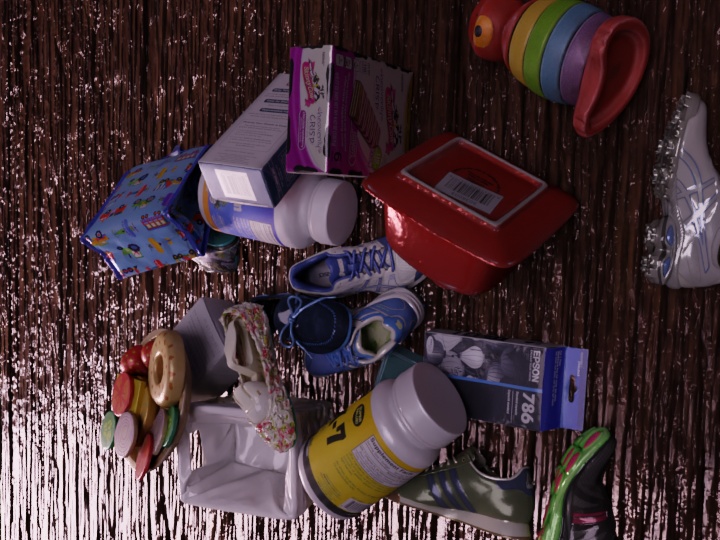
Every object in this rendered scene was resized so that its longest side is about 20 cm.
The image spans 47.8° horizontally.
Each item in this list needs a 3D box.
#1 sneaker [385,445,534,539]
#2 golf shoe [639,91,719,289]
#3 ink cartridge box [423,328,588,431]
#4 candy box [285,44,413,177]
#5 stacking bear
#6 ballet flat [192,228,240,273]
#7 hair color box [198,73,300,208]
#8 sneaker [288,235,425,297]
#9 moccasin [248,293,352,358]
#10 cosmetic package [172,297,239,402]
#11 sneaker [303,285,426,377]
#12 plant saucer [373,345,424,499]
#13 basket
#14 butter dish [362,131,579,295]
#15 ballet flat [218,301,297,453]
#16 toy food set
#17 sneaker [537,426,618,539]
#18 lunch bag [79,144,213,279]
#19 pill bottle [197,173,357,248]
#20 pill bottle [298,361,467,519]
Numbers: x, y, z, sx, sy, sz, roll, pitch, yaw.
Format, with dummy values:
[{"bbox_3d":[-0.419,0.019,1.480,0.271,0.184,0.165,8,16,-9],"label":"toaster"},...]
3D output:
[{"bbox_3d":[0.123,0.258,0.998,0.197,0.067,0.092,8,83,33],"label":"sneaker"},{"bbox_3d":[0.354,-0.081,0.849,0.095,0.078,0.204,6,102,11],"label":"golf shoe"},{"bbox_3d":[0.169,0.131,0.973,0.196,0.039,0.102,4,94,28],"label":"ink cartridge box"},{"bbox_3d":[-0.008,-0.180,0.960,0.060,0.199,0.140,6,97,28],"label":"candy box"},{"bbox_3d":[0.202,-0.247,0.893,0.199,0.113,0.123,34,133,34],"label":"stacking bear"},{"bbox_3d":[-0.247,-0.039,1.180,0.198,0.071,0.073,22,104,35],"label":"ballet flat"},{"bbox_3d":[-0.104,-0.168,1.022,0.098,0.201,0.061,10,138,28],"label":"hair color box"},{"bbox_3d":[0.000,0.000,1.032,0.197,0.088,0.077,-17,83,27],"label":"sneaker"},{"bbox_3d":[-0.086,0.069,1.050,0.198,0.067,0.082,-2,75,55],"label":"moccasin"},{"bbox_3d":[-0.244,0.142,1.175,0.200,0.073,0.102,-46,57,21],"label":"cosmetic package"},{"bbox_3d":[-0.008,0.086,1.036,0.199,0.077,0.076,-35,96,35],"label":"sneaker"},{"bbox_3d":[0.032,0.198,1.065,0.069,0.019,0.204,24,103,26],"label":"plant saucer"},{"bbox_3d":[-0.138,0.244,1.103,0.197,0.123,0.139,-1,92,30],"label":"basket"},{"bbox_3d":[0.115,-0.044,0.932,0.198,0.199,0.150,32,131,23],"label":"butter dish"},{"bbox_3d":[-0.134,0.131,1.006,0.075,0.063,0.203,-41,56,33],"label":"ballet flat"},{"bbox_3d":[-0.291,0.178,1.110,0.198,0.048,0.202,1,80,50],"label":"toy food set"},{"bbox_3d":[0.256,0.271,0.923,0.082,0.077,0.204,15,104,10],"label":"sneaker"},{"bbox_3d":[-0.282,-0.106,1.146,0.148,0.095,0.203,-13,46,22],"label":"lunch bag"},{"bbox_3d":[-0.107,-0.092,1.072,0.197,0.111,0.115,12,99,28],"label":"pill bottle"},{"bbox_3d":[0.026,0.204,0.977,0.199,0.114,0.115,-41,74,27],"label":"pill bottle"}]
